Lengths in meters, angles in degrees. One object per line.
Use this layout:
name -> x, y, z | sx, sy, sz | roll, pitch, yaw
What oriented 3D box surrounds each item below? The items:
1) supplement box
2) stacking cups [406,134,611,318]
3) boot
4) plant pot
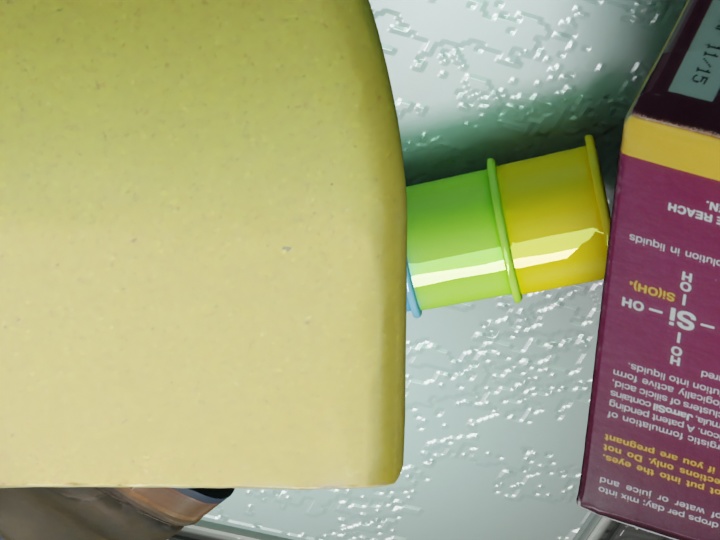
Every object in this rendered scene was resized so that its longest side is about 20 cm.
supplement box -> 0.154, -0.007, 1.097 | 0.103, 0.131, 0.200 | 16, 133, 14
stacking cups -> 0.000, 0.000, 1.145 | 0.199, 0.061, 0.061 | -14, 133, 6
boot -> -0.151, 0.071, 1.174 | 0.097, 0.075, 0.200 | -41, 128, 22
plant pot -> -0.082, -0.065, 0.992 | 0.194, 0.196, 0.200 | 1, 123, -10
